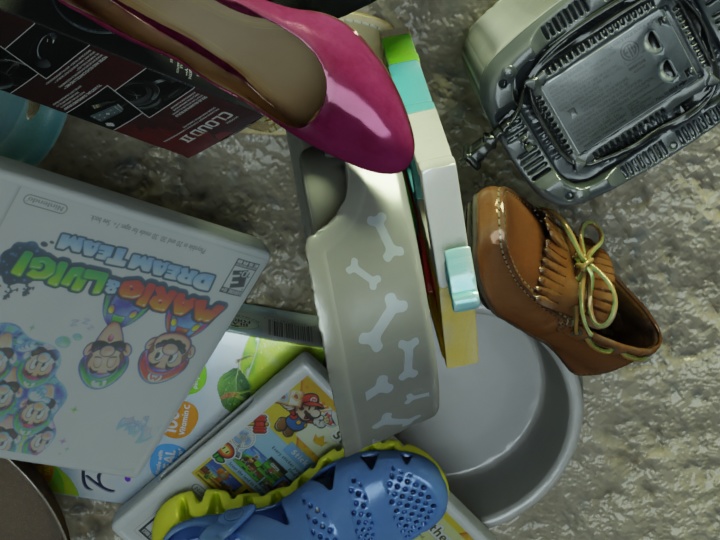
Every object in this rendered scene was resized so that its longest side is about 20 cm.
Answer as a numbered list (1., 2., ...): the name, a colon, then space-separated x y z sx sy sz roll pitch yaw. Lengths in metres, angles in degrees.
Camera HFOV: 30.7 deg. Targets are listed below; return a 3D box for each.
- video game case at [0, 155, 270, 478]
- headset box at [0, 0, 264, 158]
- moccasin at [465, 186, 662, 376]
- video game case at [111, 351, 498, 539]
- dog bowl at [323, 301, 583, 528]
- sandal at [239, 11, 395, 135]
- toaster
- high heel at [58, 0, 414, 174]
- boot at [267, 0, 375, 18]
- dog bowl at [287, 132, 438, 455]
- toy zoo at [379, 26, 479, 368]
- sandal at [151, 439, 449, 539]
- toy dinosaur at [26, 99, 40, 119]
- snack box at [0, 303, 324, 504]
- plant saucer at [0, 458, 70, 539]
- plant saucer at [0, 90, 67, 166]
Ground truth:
1. video game case: -0.174 0.036 0.767 0.198 0.024 0.183 17 113 -41
2. headset box: -0.131 -0.160 0.695 0.198 0.151 0.077 18 154 -41
3. moccasin: 0.124 0.009 0.778 0.077 0.075 0.201 -11 144 31
4. video game case: -0.035 0.177 0.882 0.182 0.023 0.200 -40 109 15
5. dog bowl: 0.062 0.091 0.896 0.197 0.059 0.203 -1 112 -3
6. sandal: -0.073 -0.110 0.797 0.208 0.070 0.079 -4 112 -3
7. toaster: 0.140 -0.125 0.778 0.199 0.129 0.114 -34 110 8
8. high heel: -0.065 -0.098 0.620 0.199 0.096 0.068 37 131 0
9. boot: 0.007 -0.221 0.698 0.199 0.065 0.167 -22 125 -40
10. dog bowl: 0.000 0.000 0.747 0.058 0.201 0.203 -11 112 -1
11. toy zoo: 0.040 -0.038 0.753 0.020 0.201 0.133 -10 126 -1
12. sandal: -0.037 0.169 0.820 0.197 0.087 0.080 -20 111 5
13. toy dinosaur: -0.185 -0.172 0.741 0.058 0.100 0.203 -20 79 43
14. snack box: -0.132 0.088 0.880 0.197 0.053 0.144 11 111 -8
15. plant saucer: -0.275 0.159 0.875 0.197 0.032 0.202 11 126 15
16. plant saucer: -0.230 -0.143 0.716 0.027 0.201 0.202 -9 115 27
